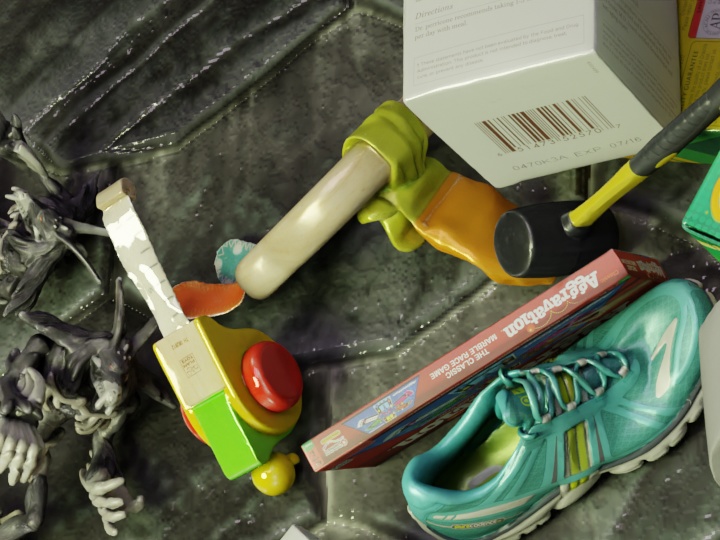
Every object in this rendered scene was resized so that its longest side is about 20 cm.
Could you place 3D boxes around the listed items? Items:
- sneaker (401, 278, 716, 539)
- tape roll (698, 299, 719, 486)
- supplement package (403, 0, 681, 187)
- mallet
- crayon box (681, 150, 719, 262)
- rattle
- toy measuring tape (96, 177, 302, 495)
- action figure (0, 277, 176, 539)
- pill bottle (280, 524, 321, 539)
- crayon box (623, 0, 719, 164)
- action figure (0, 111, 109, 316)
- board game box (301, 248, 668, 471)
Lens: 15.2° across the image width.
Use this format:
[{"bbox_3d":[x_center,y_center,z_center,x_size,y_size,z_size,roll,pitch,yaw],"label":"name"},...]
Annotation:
[{"bbox_3d":[0.108,0.076,1.427,0.200,0.080,0.078,-40,53,8],"label":"sneaker"},{"bbox_3d":[0.261,0.053,1.266,0.200,0.200,0.066,-15,60,25],"label":"tape roll"},{"bbox_3d":[0.099,-0.166,1.461,0.117,0.117,0.201,-12,61,27],"label":"supplement package"},{"bbox_3d":[0.152,-0.052,1.425,0.200,0.066,0.041,-38,64,44],"label":"mallet"},{"bbox_3d":[0.254,-0.076,1.384,0.058,0.119,0.200,24,82,37],"label":"crayon box"},{"bbox_3d":[0.000,0.000,1.564,0.200,0.143,0.130,-47,18,23],"label":"rattle"},{"bbox_3d":[-0.085,0.036,1.547,0.073,0.074,0.201,-28,86,18],"label":"toy measuring tape"},{"bbox_3d":[-0.179,0.105,1.566,0.200,0.119,0.102,-50,36,14],"label":"action figure"},{"bbox_3d":[-0.060,0.240,1.432,0.112,0.112,0.200,35,88,38],"label":"pill bottle"},{"bbox_3d":[0.170,-0.127,1.505,0.199,0.051,0.127,6,71,33],"label":"crayon box"},{"bbox_3d":[-0.245,-0.037,1.690,0.199,0.102,0.119,7,60,36],"label":"action figure"},{"bbox_3d":[0.069,0.050,1.451,0.200,0.103,0.019,-33,79,15],"label":"board game box"}]
